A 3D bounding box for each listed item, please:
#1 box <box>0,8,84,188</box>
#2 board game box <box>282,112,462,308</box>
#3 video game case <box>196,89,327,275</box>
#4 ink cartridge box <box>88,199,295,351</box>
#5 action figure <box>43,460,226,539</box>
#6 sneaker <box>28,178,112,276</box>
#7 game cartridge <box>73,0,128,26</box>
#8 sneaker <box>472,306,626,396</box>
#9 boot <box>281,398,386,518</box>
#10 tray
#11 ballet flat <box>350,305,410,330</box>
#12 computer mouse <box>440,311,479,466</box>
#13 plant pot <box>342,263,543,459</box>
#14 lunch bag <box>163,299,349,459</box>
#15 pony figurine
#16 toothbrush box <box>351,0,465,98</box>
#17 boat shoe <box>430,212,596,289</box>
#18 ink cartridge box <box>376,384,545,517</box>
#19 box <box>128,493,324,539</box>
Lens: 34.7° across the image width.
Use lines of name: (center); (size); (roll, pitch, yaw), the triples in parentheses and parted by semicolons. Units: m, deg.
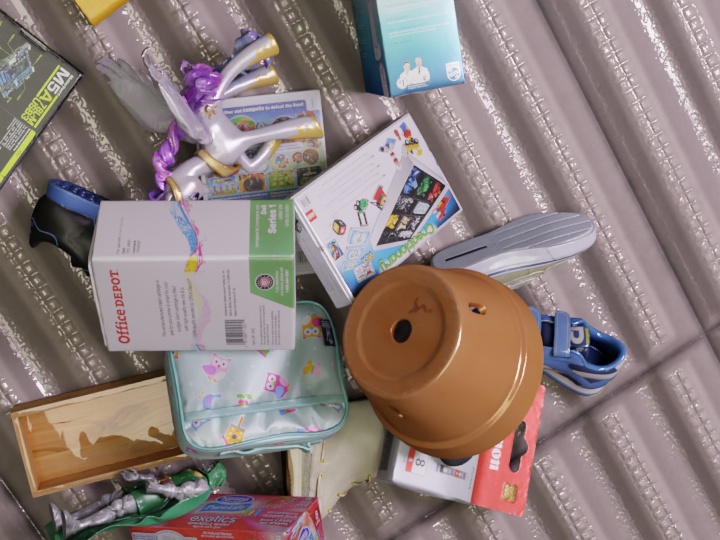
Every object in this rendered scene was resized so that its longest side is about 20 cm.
box: (-0.421, -0.184, 1.193); (0.192, 0.048, 0.201); (36, 92, -16)
board game box: (0.014, -0.067, 1.237); (0.199, 0.034, 0.127); (-38, 103, -36)
video game case: (-0.105, -0.092, 1.277); (0.141, 0.018, 0.204); (-7, 102, -8)
ink cartridge box: (-0.164, 0.006, 1.167); (0.196, 0.085, 0.146); (0, 138, -3)
action figure: (-0.234, 0.247, 1.254); (0.198, 0.117, 0.056); (-12, 99, -34)
sneaker: (-0.259, -0.023, 1.242); (0.198, 0.070, 0.079); (26, 100, -7)
game cartridge: (-0.252, -0.385, 1.190); (0.199, 0.032, 0.177); (-37, 104, 0)
sneaker: (0.215, 0.079, 1.321); (0.197, 0.082, 0.075); (18, 60, -17)
boot: (-0.012, 0.242, 1.329); (0.152, 0.072, 0.204); (-5, 98, -10)
tray: (-0.279, 0.177, 1.289); (0.197, 0.037, 0.100); (-13, 102, -8)
ballet flat: (0.000, 0.000, 1.275); (0.067, 0.064, 0.200); (-47, 112, -8)
computer mouse: (0.121, 0.115, 1.263); (0.058, 0.034, 0.204); (10, 87, -17)
plant pot: (0.071, 0.081, 1.188); (0.201, 0.200, 0.140); (-54, 143, 3)
lunch bag: (-0.109, 0.122, 1.249); (0.197, 0.077, 0.163); (-7, 70, -15)
pony figurine: (-0.161, -0.158, 1.183); (0.199, 0.166, 0.195); (-36, 112, -17)
toothbrush box: (0.040, -0.289, 1.199); (0.084, 0.146, 0.203); (-12, 101, -7)
boat shoe: (0.175, -0.012, 1.323); (0.197, 0.072, 0.063); (-16, 128, -3)
ink cartridge box: (0.126, 0.183, 1.313); (0.197, 0.050, 0.165); (17, 76, -19)
box: (-0.143, 0.309, 1.265); (0.197, 0.095, 0.101); (-3, 103, 22)
